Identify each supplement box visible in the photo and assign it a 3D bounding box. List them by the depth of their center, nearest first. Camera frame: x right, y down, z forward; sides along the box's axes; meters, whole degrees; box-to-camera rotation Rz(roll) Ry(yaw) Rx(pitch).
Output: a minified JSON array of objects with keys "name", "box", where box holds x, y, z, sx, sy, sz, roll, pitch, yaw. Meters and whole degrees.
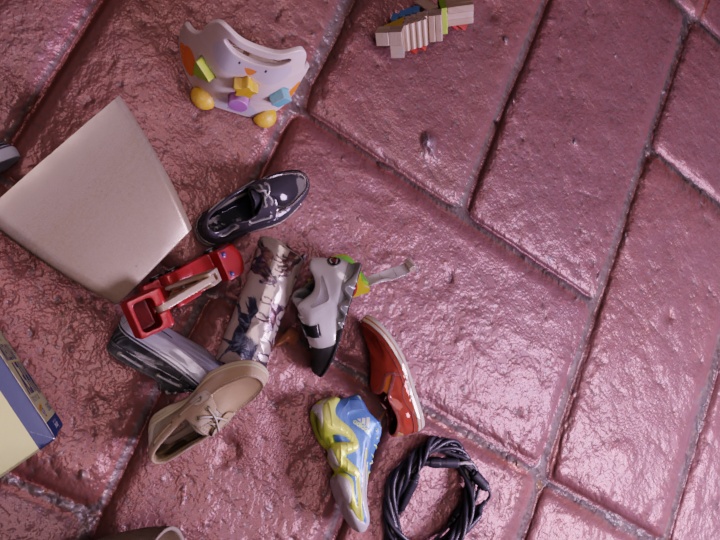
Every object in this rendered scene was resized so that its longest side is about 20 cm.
[{"name":"supplement box","box":[-0.494,0.169,0.768,0.198,0.134,0.203,-34,97,-22]}]

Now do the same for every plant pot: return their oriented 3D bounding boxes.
[{"name":"plant pot","box":[-0.335,-0.072,0.839,0.200,0.198,0.178,-48,115,-19]}]

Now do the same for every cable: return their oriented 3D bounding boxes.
[{"name":"cable","box":[0.115,0.367,1.046,0.198,0.051,0.165,-35,98,-21]}]

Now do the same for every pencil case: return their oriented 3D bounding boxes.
[{"name":"pencil case","box":[-0.145,0.058,0.951,0.076,0.090,0.205,17,80,8]}]

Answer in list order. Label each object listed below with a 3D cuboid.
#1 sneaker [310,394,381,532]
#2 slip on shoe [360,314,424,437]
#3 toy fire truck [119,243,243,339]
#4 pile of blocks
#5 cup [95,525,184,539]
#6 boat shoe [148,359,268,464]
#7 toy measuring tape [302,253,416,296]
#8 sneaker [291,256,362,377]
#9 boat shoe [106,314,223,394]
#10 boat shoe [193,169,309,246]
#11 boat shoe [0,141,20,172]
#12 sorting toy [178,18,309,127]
[{"name":"sneaker","box":[-0.001,0.283,0.993,0.103,0.075,0.205,-18,91,-23]},{"name":"slip on shoe","box":[0.041,0.168,1.027,0.060,0.074,0.205,-22,98,-19]},{"name":"toy fire truck","box":[-0.230,0.020,0.875,0.198,0.140,0.050,-31,105,-32]},{"name":"pile of blocks","box":[0.108,-0.417,1.129,0.196,0.083,0.063,-25,137,-14]},{"name":"cup","box":[-0.315,0.415,0.804,0.139,0.200,0.206,4,82,5]},{"name":"boat shoe","box":[-0.203,0.191,0.871,0.197,0.066,0.072,-32,126,13]},{"name":"toy measuring tape","box":[0.000,0.000,1.020,0.196,0.073,0.075,-18,91,-18]},{"name":"sneaker","box":[-0.061,0.064,0.964,0.086,0.075,0.204,15,119,-1]},{"name":"boat shoe","box":[-0.258,0.135,0.912,0.199,0.072,0.071,39,96,-18]},{"name":"boat shoe","box":[-0.152,-0.096,0.976,0.197,0.062,0.074,-30,96,-22]},{"name":"boat shoe","box":[-0.539,-0.139,0.814,0.197,0.071,0.093,-28,99,-20]},{"name":"sorting toy","box":[-0.159,-0.294,0.930,0.195,0.179,0.110,12,80,-20]}]
